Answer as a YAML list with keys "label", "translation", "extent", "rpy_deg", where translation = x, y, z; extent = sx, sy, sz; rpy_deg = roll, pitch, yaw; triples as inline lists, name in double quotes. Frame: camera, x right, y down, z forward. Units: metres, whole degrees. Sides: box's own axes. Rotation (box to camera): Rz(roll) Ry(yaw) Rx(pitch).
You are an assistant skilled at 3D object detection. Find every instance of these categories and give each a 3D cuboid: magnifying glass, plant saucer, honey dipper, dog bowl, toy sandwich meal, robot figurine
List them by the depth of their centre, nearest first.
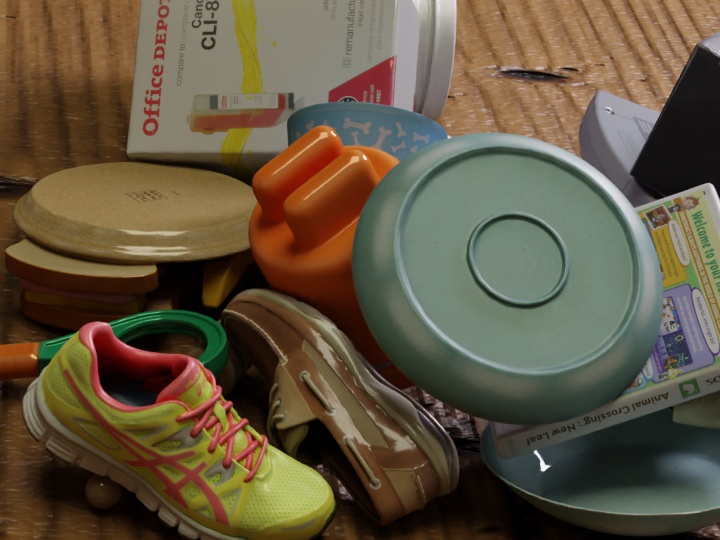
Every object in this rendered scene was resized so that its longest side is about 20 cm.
- label: "plant saucer"
  translation: [0.094, -0.002, 1.515]
  extent: [0.199, 0.027, 0.201]
  rpy_deg: [5, 62, -10]
- label: "plant saucer"
  translation: [0.174, 0.125, 1.553]
  extent: [0.200, 0.039, 0.201]
  rpy_deg: [-1, 21, 0]
- label: "honey dipper"
  translation: [-0.121, 0.093, 1.562]
  extent: [0.038, 0.038, 0.200]
  rpy_deg: [18, 35, 16]
- label: "magnifying glass"
  translation: [-0.184, 0.057, 1.580]
  extent: [0.199, 0.023, 0.080]
  rpy_deg: [-2, 31, 1]
- label: "robot figurine"
  translation: [-0.001, -0.001, 1.614]
  extent: [0.143, 0.200, 0.117]
  rpy_deg: [-3, 46, 26]
- label: "toy sandwich meal"
  translation: [-0.151, -0.017, 1.716]
  extent: [0.204, 0.071, 0.205]
  rpy_deg: [4, 19, -1]
- label: "dog bowl"
  translation: [-0.006, -0.059, 1.725]
  extent: [0.111, 0.200, 0.050]
  rpy_deg: [8, 73, -9]

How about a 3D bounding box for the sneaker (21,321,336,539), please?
- label: "sneaker"
  translation: [-0.101, 0.097, 1.468]
  extent: [0.199, 0.091, 0.078]
  rpy_deg: [25, 37, -4]

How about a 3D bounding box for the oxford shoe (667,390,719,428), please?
- label: "oxford shoe"
  translation: [0.207, 0.043, 1.617]
  extent: [0.073, 0.071, 0.200]
  rpy_deg: [-7, 21, -8]

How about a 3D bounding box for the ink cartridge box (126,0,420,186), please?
- label: "ink cartridge box"
  translation: [-0.064, -0.137, 1.816]
  extent: [0.199, 0.146, 0.083]
  rpy_deg: [0, -17, 12]

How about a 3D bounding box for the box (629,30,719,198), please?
- label: "box"
  translation: [0.334, -0.087, 1.846]
  extent: [0.198, 0.124, 0.200]
  rpy_deg: [34, 26, 14]

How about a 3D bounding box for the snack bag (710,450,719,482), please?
- label: "snack bag"
  translation: [0.317, 0.106, 1.667]
  extent: [0.187, 0.022, 0.200]
  rpy_deg: [8, 29, 0]

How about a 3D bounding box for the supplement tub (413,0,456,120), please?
- label: "supplement tub"
  translation: [-0.032, -0.188, 1.965]
  extent: [0.199, 0.141, 0.141]
  rpy_deg: [4, 30, -8]

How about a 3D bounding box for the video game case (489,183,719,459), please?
- label: "video game case"
  translation: [0.162, 0.030, 1.591]
  extent: [0.181, 0.022, 0.200]
  rpy_deg: [-19, 32, 7]

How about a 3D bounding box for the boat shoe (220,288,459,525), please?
- label: "boat shoe"
  translation: [-0.026, 0.084, 1.545]
  extent: [0.072, 0.076, 0.200]
  rpy_deg: [-38, 55, -20]

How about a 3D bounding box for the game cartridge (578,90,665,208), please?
- label: "game cartridge"
  translation: [0.237, -0.068, 1.899]
  extent: [0.133, 0.041, 0.200]
  rpy_deg: [23, 24, -20]

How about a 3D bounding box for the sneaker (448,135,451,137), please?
- label: "sneaker"
  translation: [0.050, -0.056, 1.841]
  extent: [0.199, 0.075, 0.089]
  rpy_deg: [7, 51, 5]
